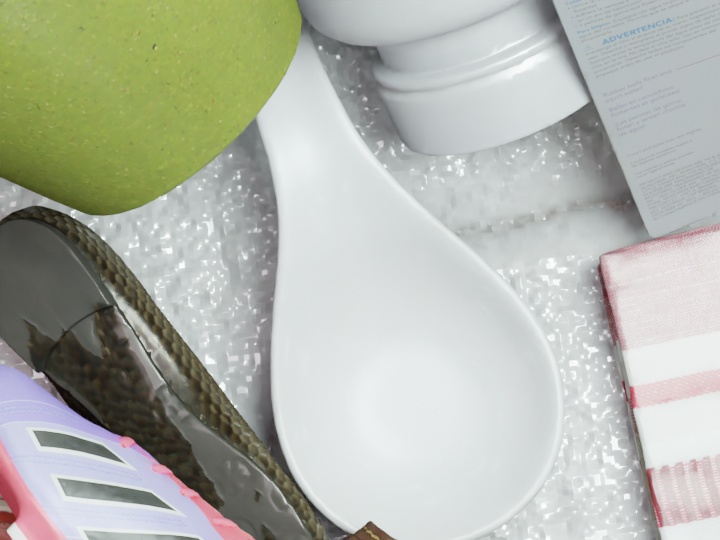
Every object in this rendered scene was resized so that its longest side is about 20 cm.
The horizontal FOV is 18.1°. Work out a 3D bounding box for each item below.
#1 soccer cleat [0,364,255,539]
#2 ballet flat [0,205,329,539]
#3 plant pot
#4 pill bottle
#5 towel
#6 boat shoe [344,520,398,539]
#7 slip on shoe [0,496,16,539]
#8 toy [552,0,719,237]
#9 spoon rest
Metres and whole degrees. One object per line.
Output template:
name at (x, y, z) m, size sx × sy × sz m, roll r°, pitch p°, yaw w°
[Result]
soccer cleat at (-0.056, 0.103, 0.743) m, size 0.076 × 0.067 × 0.200 m, roll -37°, pitch 82°, yaw -14°
ballet flat at (-0.064, 0.062, 0.787) m, size 0.067 × 0.046 × 0.200 m, roll -37°, pitch 88°, yaw 19°
plant pot at (-0.115, -0.116, 0.659) m, size 0.187 × 0.187 × 0.200 m, roll -43°, pitch 119°, yaw -1°
pill bottle at (0.014, -0.143, 0.729) m, size 0.111 × 0.111 × 0.200 m, roll -23°, pitch 114°, yaw 1°
towel at (0.171, 0.076, 0.785) m, size 0.144 × 0.023 × 0.200 m, roll -11°, pitch 87°, yaw 0°
boat shoe at (0.083, 0.131, 0.744) m, size 0.200 × 0.072 × 0.068 m, roll 29°, pitch 86°, yaw 1°
slip on shoe at (-0.088, 0.164, 0.770) m, size 0.074 × 0.061 × 0.200 m, roll -32°, pitch 83°, yaw 2°
toy at (0.116, -0.103, 0.715) m, size 0.115 × 0.200 × 0.047 m, roll -22°, pitch 44°, yaw 7°
spoon rest at (0.000, 0.000, 0.779) m, size 0.099 × 0.061 × 0.200 m, roll -24°, pitch 84°, yaw 1°
